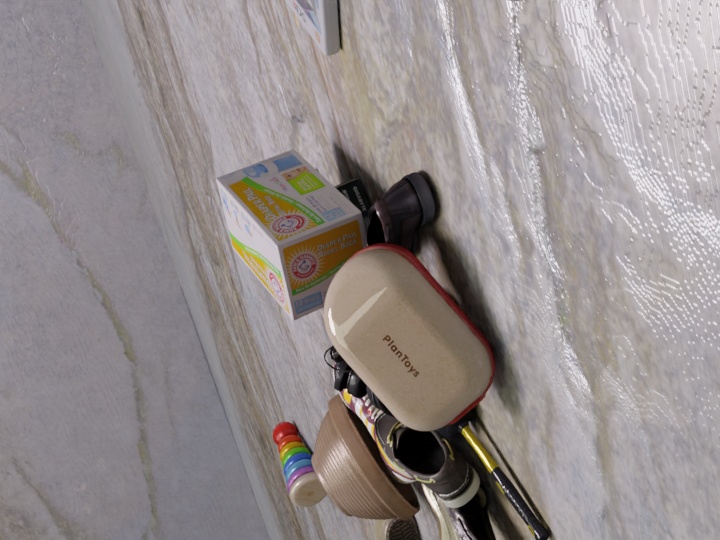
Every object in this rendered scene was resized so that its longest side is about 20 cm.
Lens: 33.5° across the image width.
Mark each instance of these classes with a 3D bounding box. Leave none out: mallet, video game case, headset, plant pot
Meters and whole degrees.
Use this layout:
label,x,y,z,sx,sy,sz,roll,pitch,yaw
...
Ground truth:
label,x,y,z,sx,sy,sz,roll,pitch,yaw
mallet,0.144,0.210,1.318,0.200,0.041,0.066,51,161,37
video game case,-0.074,-0.361,1.287,0.183,0.023,0.201,57,161,35
headset,0.024,0.116,1.434,0.122,0.095,0.199,21,172,37
plant pot,-0.007,0.280,1.697,0.202,0.092,0.201,56,-176,-5

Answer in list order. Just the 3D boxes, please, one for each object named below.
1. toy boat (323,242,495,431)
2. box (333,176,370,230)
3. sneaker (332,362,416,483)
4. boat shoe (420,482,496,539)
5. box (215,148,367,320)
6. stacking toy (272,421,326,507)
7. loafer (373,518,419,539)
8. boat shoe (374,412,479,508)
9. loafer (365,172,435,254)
label,x,y,z,sx,sy,sz,roll,pitch,yaw
toy boat,0.057,0.060,1.267,0.200,0.130,0.131,49,-155,1
box,0.000,0.000,1.492,0.203,0.045,0.159,67,164,4
sneaker,0.032,0.188,1.605,0.201,0.074,0.090,56,165,10
boat shoe,0.124,0.278,1.430,0.065,0.073,0.202,-43,43,27
box,-0.079,-0.046,1.407,0.200,0.111,0.103,44,151,51
stacking toy,-0.134,0.386,2.452,0.201,0.084,0.086,-123,18,-47
loafer,0.064,0.456,1.877,0.068,0.075,0.203,-139,39,-61
boat shoe,0.069,0.210,1.436,0.061,0.072,0.201,47,171,-32
loafer,0.028,-0.049,1.293,0.073,0.062,0.200,64,165,11
